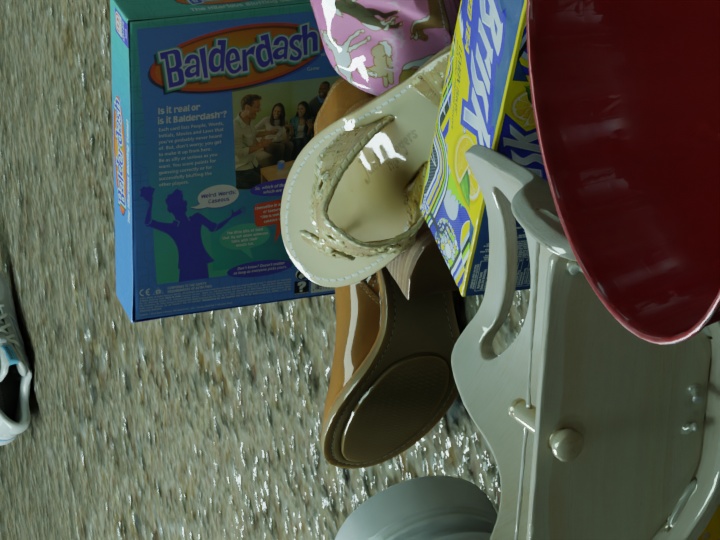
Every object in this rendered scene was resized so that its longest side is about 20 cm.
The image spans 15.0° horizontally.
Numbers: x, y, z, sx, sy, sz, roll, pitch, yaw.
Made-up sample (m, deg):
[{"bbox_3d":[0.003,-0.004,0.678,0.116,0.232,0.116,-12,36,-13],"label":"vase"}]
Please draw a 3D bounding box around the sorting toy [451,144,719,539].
[{"bbox_3d":[0.088,0.031,1.242,0.180,0.107,0.200,-134,39,-52],"label":"sorting toy"}]

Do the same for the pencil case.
[{"bbox_3d":[0.007,-0.179,1.393,0.200,0.086,0.083,73,179,-49],"label":"pencil case"}]

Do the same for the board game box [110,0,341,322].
[{"bbox_3d":[-0.072,-0.075,1.653,0.045,0.152,0.200,-126,33,-57],"label":"board game box"}]

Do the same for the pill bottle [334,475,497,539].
[{"bbox_3d":[0.059,0.209,1.427,0.200,0.113,0.113,-116,25,-44],"label":"pill bottle"}]

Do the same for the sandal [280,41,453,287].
[{"bbox_3d":[0.006,-0.045,1.423,0.078,0.070,0.212,47,132,-2],"label":"sandal"}]

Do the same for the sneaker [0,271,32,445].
[{"bbox_3d":[-0.369,0.077,2.802,0.087,0.075,0.200,-14,89,62],"label":"sneaker"}]

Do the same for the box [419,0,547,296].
[{"bbox_3d":[0.081,-0.083,1.316,0.200,0.064,0.070,101,154,-44],"label":"box"}]

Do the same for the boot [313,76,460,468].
[{"bbox_3d":[0.000,0.000,1.573,0.155,0.077,0.200,-120,31,-43],"label":"boot"}]

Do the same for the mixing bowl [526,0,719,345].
[{"bbox_3d":[0.148,-0.079,1.034,0.200,0.108,0.200,172,90,-72],"label":"mixing bowl"}]
